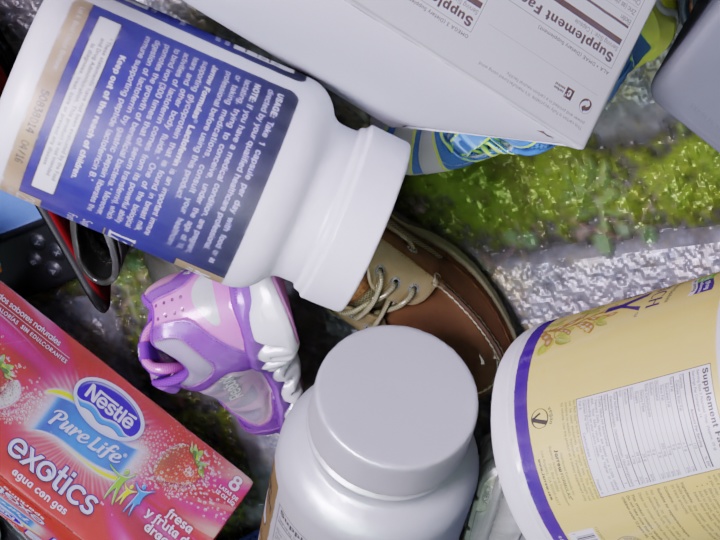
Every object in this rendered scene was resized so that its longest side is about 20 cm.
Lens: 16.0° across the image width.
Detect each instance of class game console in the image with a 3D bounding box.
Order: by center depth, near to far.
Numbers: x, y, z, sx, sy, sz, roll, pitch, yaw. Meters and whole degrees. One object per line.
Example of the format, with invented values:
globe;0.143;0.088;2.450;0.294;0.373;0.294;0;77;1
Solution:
game console;-0.231;-0.061;1.486;0.172;0.119;0.201;-19;107;32

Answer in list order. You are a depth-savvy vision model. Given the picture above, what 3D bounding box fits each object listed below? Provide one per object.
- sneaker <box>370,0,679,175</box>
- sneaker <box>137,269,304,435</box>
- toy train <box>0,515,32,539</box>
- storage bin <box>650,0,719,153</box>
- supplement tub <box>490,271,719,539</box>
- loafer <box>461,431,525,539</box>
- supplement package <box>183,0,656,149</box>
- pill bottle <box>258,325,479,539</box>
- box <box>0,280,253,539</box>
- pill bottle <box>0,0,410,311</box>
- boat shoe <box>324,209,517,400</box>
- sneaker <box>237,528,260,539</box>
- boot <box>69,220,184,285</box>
sneaker;0.068;-0.093;1.330;0.200;0.105;0.076;-31;101;35
sneaker;-0.079;0.043;1.436;0.088;0.200;0.081;-16;69;-4
toy train;-0.222;0.145;1.607;0.200;0.114;0.085;47;170;2
storage bin;0.233;-0.130;1.213;0.145;0.134;0.200;39;127;2
supplement tub;0.184;0.077;1.344;0.199;0.145;0.146;-18;108;32
loafer;0.088;0.176;1.493;0.069;0.070;0.201;12;133;0
supplement package;0.023;-0.146;1.228;0.155;0.111;0.200;30;172;-26
pill bottle;0.006;0.119;1.436;0.114;0.115;0.200;28;148;9
box;-0.175;0.109;1.532;0.200;0.096;0.100;38;160;-4
pill bottle;-0.082;-0.060;1.302;0.199;0.116;0.116;23;126;-4
boat shoe;0.000;0.000;1.429;0.200;0.074;0.076;43;116;-1
sneaker;-0.056;0.209;1.591;0.199;0.070;0.078;-18;132;26
boot;-0.124;-0.024;1.446;0.067;0.131;0.201;3;118;23
